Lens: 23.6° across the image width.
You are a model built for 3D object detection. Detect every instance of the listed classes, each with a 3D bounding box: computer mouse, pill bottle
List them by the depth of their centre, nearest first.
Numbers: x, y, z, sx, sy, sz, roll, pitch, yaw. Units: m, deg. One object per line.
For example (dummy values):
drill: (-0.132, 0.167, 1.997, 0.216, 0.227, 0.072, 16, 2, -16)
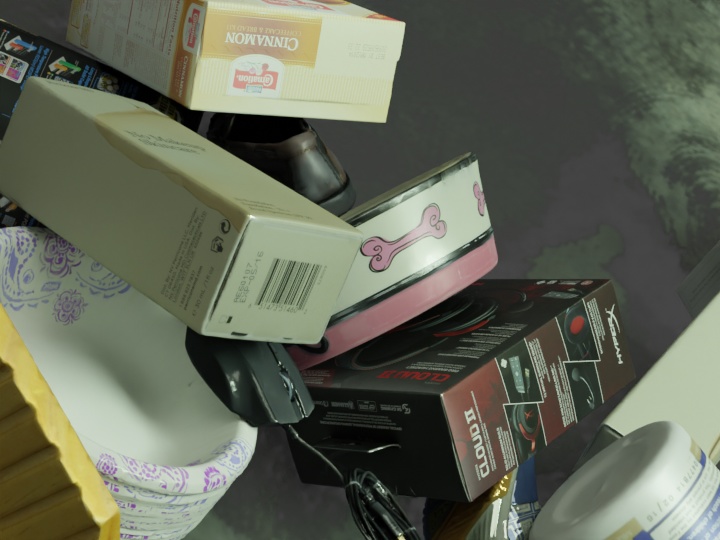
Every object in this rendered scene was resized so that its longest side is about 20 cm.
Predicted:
computer mouse: (-0.028, 0.091, 0.994, 0.200, 0.034, 0.059, 46, 24, 11)
pill bottle: (0.208, 0.202, 1.049, 0.200, 0.120, 0.120, 49, 46, -4)

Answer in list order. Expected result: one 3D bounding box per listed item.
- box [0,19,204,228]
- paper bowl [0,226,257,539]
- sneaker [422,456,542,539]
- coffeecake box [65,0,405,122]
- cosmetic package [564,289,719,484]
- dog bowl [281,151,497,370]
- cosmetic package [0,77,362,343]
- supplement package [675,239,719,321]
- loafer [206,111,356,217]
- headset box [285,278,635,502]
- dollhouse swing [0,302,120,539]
box: (-0.219, -0.070, 1.136, 0.198, 0.050, 0.200, 23, 46, -12)
paper bowl: (-0.166, 0.078, 0.982, 0.200, 0.104, 0.201, 32, 25, -16)
sneaker: (0.091, 0.185, 1.098, 0.088, 0.075, 0.200, 35, 44, -24)
coffeecake box: (-0.090, -0.164, 1.188, 0.153, 0.073, 0.200, 1, 18, -34)
cosmetic package: (0.224, 0.104, 1.196, 0.073, 0.104, 0.200, 35, 46, 14)
dog bowl: (0.000, 0.000, 1.108, 0.200, 0.200, 0.074, -30, 95, -41)
cosmetic package: (-0.108, -0.035, 0.988, 0.200, 0.073, 0.103, 32, 14, 34)
supplement package: (0.353, 0.056, 1.301, 0.117, 0.117, 0.200, -7, 58, -33)
loafer: (-0.059, -0.088, 1.159, 0.072, 0.063, 0.200, -28, 28, -12)
headset box: (0.055, 0.075, 1.093, 0.200, 0.148, 0.075, -29, 110, -41)
dollhouse swing: (-0.248, 0.119, 0.828, 0.182, 0.176, 0.200, -31, 93, -33)
